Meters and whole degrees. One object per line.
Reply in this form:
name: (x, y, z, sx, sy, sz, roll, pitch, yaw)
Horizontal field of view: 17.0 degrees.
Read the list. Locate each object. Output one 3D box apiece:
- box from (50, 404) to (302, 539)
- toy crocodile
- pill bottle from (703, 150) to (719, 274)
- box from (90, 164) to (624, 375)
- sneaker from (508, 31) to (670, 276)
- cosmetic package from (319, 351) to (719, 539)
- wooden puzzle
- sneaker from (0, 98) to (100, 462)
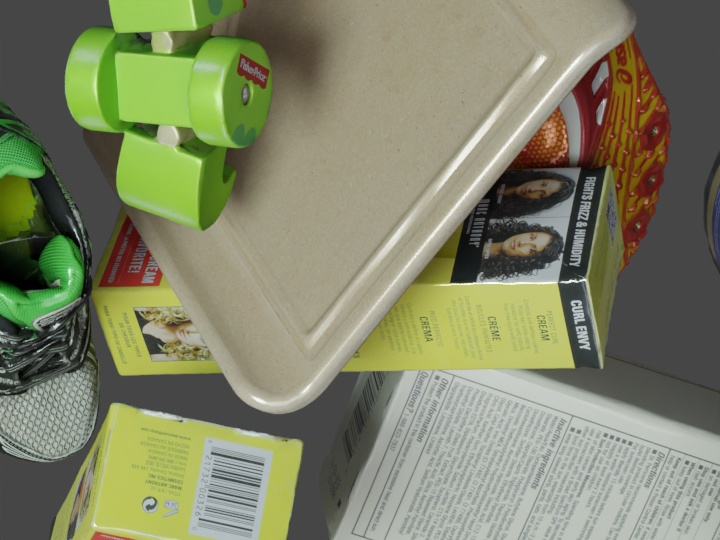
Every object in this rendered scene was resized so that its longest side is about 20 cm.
box: (-0.080, 0.106, 0.952, 0.075, 0.200, 0.050, 13, 69, -10)
toy crocodile: (-0.066, -0.108, 0.850, 0.067, 0.062, 0.200, 7, 112, 25)
pill bottle: (0.208, 0.002, 0.940, 0.112, 0.200, 0.112, -2, 110, -5)
box: (0.000, 0.000, 0.950, 0.200, 0.075, 0.050, -1, 131, 17)
sneaker: (0.075, -0.078, 0.977, 0.073, 0.077, 0.200, -36, 128, -29)
cosmetic package: (0.093, 0.090, 1.029, 0.200, 0.073, 0.104, 20, 106, -12)
wooden puzzle: (-0.005, -0.070, 0.909, 0.200, 0.185, 0.037, -48, 139, 15)
sneaker: (-0.137, 0.011, 0.903, 0.078, 0.085, 0.200, -35, 142, -17)
